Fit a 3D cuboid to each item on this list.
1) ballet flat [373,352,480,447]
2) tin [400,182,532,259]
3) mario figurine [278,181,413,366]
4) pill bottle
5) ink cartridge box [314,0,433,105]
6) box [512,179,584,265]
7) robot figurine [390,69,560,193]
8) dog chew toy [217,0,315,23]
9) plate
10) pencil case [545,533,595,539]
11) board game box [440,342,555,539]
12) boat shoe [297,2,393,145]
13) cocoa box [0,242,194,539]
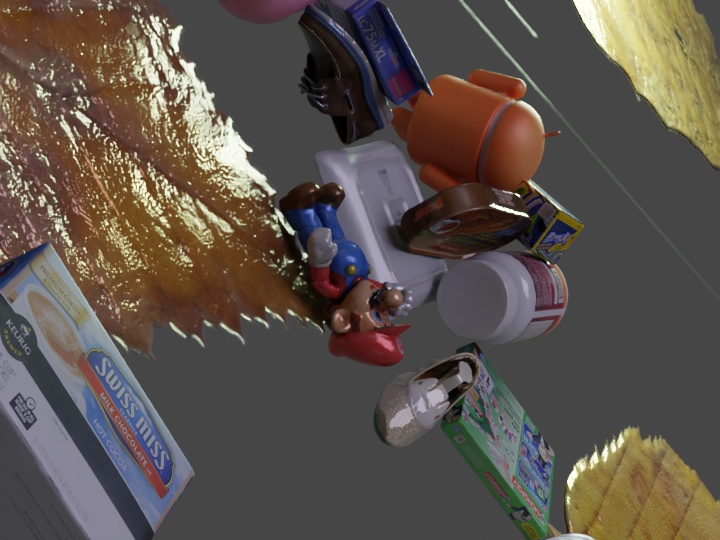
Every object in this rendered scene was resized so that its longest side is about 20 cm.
[{"bbox_3d":[0.076,0.129,1.577,0.068,0.062,0.200,61,29,-4],"label":"ballet flat"},{"bbox_3d":[0.121,-0.055,1.669,0.199,0.111,0.042,9,53,-60],"label":"tin"},{"bbox_3d":[0.000,0.000,1.484,0.122,0.106,0.202,-20,79,-27],"label":"mario figurine"},{"bbox_3d":[0.169,0.032,1.747,0.199,0.108,0.111,-1,71,-64],"label":"pill bottle"},{"bbox_3d":[0.006,-0.257,1.625,0.120,0.042,0.200,61,-10,-30],"label":"ink cartridge box"},{"bbox_3d":[0.182,-0.095,1.814,0.070,0.065,0.200,25,17,-52],"label":"box"},{"bbox_3d":[0.134,-0.160,1.744,0.144,0.198,0.118,-44,148,-46],"label":"robot figurine"},{"bbox_3d":[-0.087,-0.327,1.560,0.126,0.123,0.200,67,20,-2],"label":"dog chew toy"},{"bbox_3d":[0.036,-0.053,1.667,0.199,0.032,0.203,-18,87,-61],"label":"plate"},{"bbox_3d":[0.211,0.349,1.649,0.199,0.083,0.087,5,89,-57],"label":"pencil case"},{"bbox_3d":[0.166,0.201,1.719,0.201,0.029,0.135,53,32,-26],"label":"board game box"},{"bbox_3d":[-0.026,-0.203,1.586,0.072,0.072,0.200,44,-7,40],"label":"boat shoe"},{"bbox_3d":[-0.230,0.111,0.980,0.202,0.132,0.131,60,28,-15],"label":"cocoa box"}]
